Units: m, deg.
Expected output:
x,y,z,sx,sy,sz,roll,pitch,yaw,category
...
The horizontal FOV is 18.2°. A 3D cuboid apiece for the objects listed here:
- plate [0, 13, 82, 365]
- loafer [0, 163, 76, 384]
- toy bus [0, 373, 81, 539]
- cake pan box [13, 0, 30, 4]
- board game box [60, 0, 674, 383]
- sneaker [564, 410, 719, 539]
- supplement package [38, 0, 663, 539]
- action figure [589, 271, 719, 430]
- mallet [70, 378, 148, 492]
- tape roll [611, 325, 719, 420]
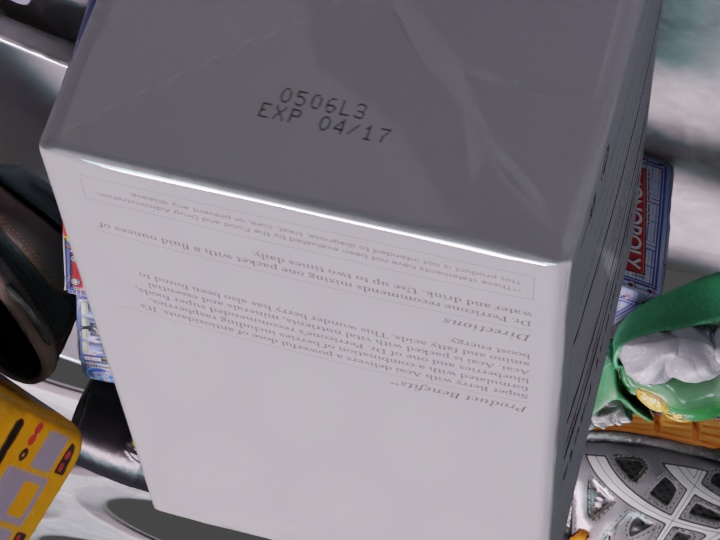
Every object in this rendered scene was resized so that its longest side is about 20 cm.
x,y,z,sx,sy,sz,roll,pitch,yaw,category
-0.118,-0.031,0.854,0.198,0.033,0.200,21,147,-11,plate
-0.166,-0.022,0.770,0.071,0.063,0.200,-15,149,35,loafer
-0.205,0.031,0.837,0.199,0.065,0.078,31,178,23,toy bus
-0.149,-0.150,0.562,0.199,0.053,0.184,21,160,-13,cake pan box
0.000,0.000,0.778,0.198,0.062,0.201,10,144,2,board game box
0.122,0.096,0.834,0.198,0.078,0.078,4,165,4,sneaker
0.007,-0.015,0.575,0.120,0.121,0.200,13,152,9,supplement package
0.152,0.025,0.701,0.199,0.055,0.118,-11,160,27,action figure
-0.067,0.070,0.884,0.065,0.041,0.200,21,172,-17,mallet
0.164,0.067,0.944,0.201,0.037,0.203,15,163,5,tape roll
